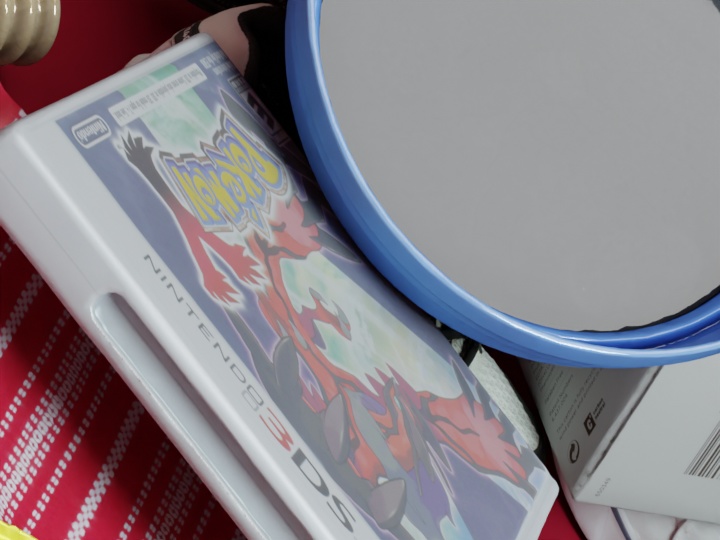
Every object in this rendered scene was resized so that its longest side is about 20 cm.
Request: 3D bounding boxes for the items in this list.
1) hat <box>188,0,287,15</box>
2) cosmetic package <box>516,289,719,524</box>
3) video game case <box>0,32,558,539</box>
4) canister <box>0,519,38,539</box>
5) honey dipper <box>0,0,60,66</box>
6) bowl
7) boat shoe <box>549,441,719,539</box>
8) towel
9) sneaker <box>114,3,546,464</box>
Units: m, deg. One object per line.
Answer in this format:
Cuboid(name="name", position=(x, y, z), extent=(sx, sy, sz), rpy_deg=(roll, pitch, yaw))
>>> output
Cuboid(name="hat", position=(0.017, -0.132, 0.947), extent=(0.200, 0.201, 0.081), rpy_deg=(22, 35, -35))
Cuboid(name="cosmetic package", position=(0.106, -0.008, 0.996), extent=(0.107, 0.085, 0.200), rpy_deg=(10, 38, -27))
Cuboid(name="video game case", position=(-0.017, 0.021, 0.779), extent=(0.182, 0.023, 0.200), rpy_deg=(52, 15, -2))
Cuboid(name="canister", position=(-0.140, 0.146, 0.539), extent=(0.086, 0.200, 0.149), rpy_deg=(34, 39, -23))
Cuboid(name="honey dipper", position=(-0.178, -0.079, 0.838), extent=(0.200, 0.038, 0.038), rpy_deg=(-4, 63, -45))
Cuboid(name="bowl", position=(0.069, -0.065, 0.873), extent=(0.200, 0.039, 0.202), rpy_deg=(6, 72, -21))
Cuboid(name="boat shoe", position=(0.140, 0.109, 0.998), extent=(0.073, 0.065, 0.200), rpy_deg=(-21, 77, -53))
Cuboid(name="towel", position=(-0.072, 0.039, 0.730), extent=(0.200, 0.022, 0.145), rpy_deg=(49, 32, -14))
Cuboid(name="sneaker", position=(0.000, 0.000, 0.919), extent=(0.200, 0.088, 0.076), rpy_deg=(45, 34, -12))
